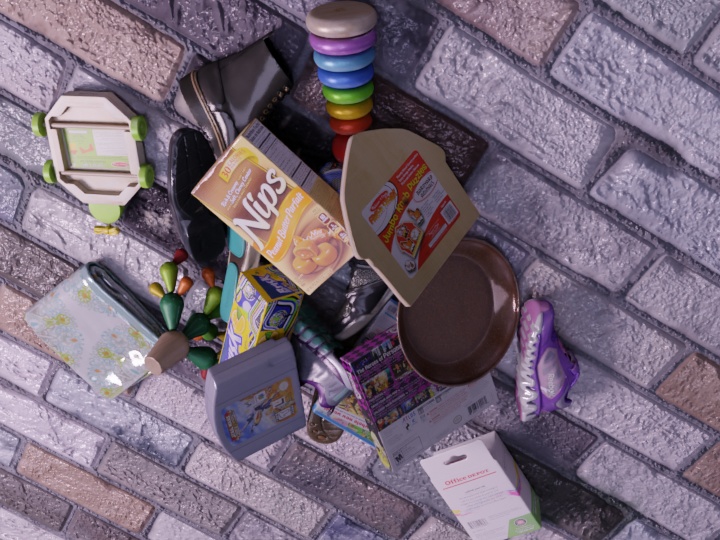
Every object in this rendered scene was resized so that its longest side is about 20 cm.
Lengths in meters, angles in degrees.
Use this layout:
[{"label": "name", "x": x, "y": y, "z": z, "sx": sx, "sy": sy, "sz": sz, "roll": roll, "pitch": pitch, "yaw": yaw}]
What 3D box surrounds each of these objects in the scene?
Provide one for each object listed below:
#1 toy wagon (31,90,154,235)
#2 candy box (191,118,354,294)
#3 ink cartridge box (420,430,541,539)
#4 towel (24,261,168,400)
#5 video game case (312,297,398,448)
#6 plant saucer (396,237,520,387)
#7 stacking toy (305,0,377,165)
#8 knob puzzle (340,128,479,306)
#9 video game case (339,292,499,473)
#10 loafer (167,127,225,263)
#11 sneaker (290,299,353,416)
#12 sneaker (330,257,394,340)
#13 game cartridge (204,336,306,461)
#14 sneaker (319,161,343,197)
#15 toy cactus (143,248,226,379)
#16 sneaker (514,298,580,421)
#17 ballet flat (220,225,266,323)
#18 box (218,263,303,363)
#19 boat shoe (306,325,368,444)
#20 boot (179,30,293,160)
[{"label": "toy wagon", "x": -0.362, "y": -0.145, "z": 1.120, "sx": 0.153, "sy": 0.040, "sz": 0.202, "roll": 4, "pitch": 121, "yaw": 8}, {"label": "candy box", "x": -0.096, "y": -0.076, "z": 1.008, "sx": 0.200, "sy": 0.055, "sz": 0.115, "roll": 41, "pitch": 124, "yaw": -14}, {"label": "ink cartridge box", "x": 0.188, "y": 0.330, "z": 1.274, "sx": 0.116, "sy": 0.068, "sz": 0.201, "roll": -24, "pitch": 114, "yaw": 22}, {"label": "towel", "x": -0.403, "y": 0.099, "z": 1.263, "sx": 0.170, "sy": 0.048, "sz": 0.200, "roll": -33, "pitch": 109, "yaw": 24}, {"label": "video game case", "x": 0.042, "y": 0.156, "z": 1.180, "sx": 0.142, "sy": 0.018, "sz": 0.201, "roll": 32, "pitch": 97, "yaw": -16}, {"label": "plant saucer", "x": 0.127, "y": 0.054, "z": 1.096, "sx": 0.198, "sy": 0.037, "sz": 0.203, "roll": -5, "pitch": 101, "yaw": -27}, {"label": "stacking toy", "x": -0.018, "y": -0.218, "z": 0.996, "sx": 0.084, "sy": 0.086, "sz": 0.202, "roll": 3, "pitch": 124, "yaw": 9}, {"label": "knob puzzle", "x": 0.044, "y": -0.086, "z": 1.010, "sx": 0.030, "sy": 0.220, "sz": 0.220, "roll": -7, "pitch": 125, "yaw": 54}, {"label": "video game case", "x": 0.087, "y": 0.152, "z": 1.130, "sx": 0.199, "sy": 0.036, "sz": 0.183, "roll": -30, "pitch": 112, "yaw": -21}, {"label": "loafer", "x": -0.231, "y": -0.105, "z": 1.085, "sx": 0.072, "sy": 0.072, "sz": 0.202, "roll": 40, "pitch": 141, "yaw": 37}, {"label": "sneaker", "x": -0.085, "y": 0.110, "z": 1.150, "sx": 0.200, "sy": 0.074, "sz": 0.088, "roll": 47, "pitch": 108, "yaw": 21}, {"label": "sneaker", "x": 0.000, "y": 0.000, "z": 1.114, "sx": 0.114, "sy": 0.076, "sz": 0.200, "roll": 35, "pitch": 113, "yaw": -7}, {"label": "game cartridge", "x": -0.146, "y": 0.185, "z": 1.125, "sx": 0.132, "sy": 0.042, "sz": 0.201, "roll": -28, "pitch": 142, "yaw": -20}, {"label": "sneaker", "x": -0.064, "y": -0.075, "z": 1.080, "sx": 0.078, "sy": 0.076, "sz": 0.200, "roll": 40, "pitch": 124, "yaw": -11}, {"label": "toy cactus", "x": -0.254, "y": 0.086, "z": 1.167, "sx": 0.101, "sy": 0.165, "sz": 0.202, "roll": -2, "pitch": 118, "yaw": 32}, {"label": "sneaker", "x": 0.266, "y": 0.124, "z": 1.142, "sx": 0.087, "sy": 0.081, "sz": 0.202, "roll": -3, "pitch": 124, "yaw": 4}, {"label": "ballet flat", "x": -0.157, "y": -0.019, "z": 1.141, "sx": 0.069, "sy": 0.070, "sz": 0.202, "roll": 12, "pitch": 112, "yaw": 3}, {"label": "box", "x": -0.143, "y": 0.093, "z": 1.123, "sx": 0.070, "sy": 0.064, "sz": 0.201, "roll": 45, "pitch": 132, "yaw": 32}, {"label": "boat shoe", "x": -0.034, "y": 0.157, "z": 1.215, "sx": 0.071, "sy": 0.068, "sz": 0.202, "roll": 17, "pitch": 104, "yaw": -10}, {"label": "boot", "x": -0.122, "y": -0.187, "z": 1.036, "sx": 0.137, "sy": 0.078, "sz": 0.201, "roll": -25, "pitch": 113, "yaw": 17}]
